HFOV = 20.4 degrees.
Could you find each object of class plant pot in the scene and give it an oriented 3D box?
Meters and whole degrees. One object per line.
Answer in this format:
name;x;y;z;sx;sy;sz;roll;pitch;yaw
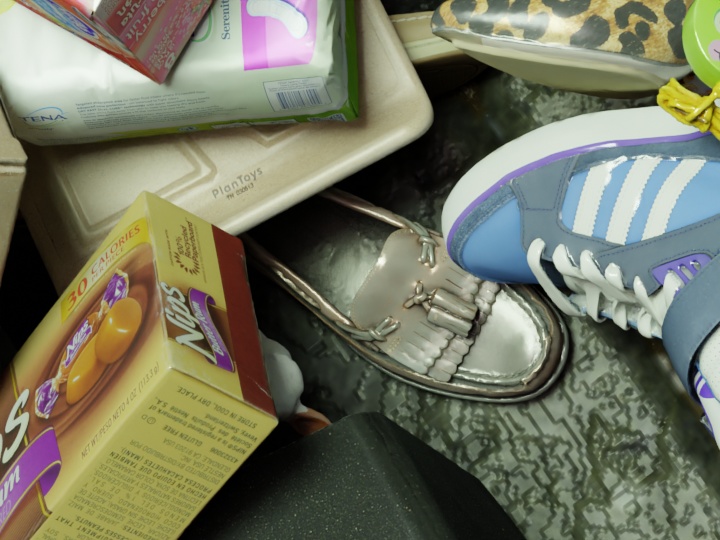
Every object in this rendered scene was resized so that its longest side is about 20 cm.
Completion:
plant pot;-0.003;0.177;0.827;0.198;0.200;0.178;-27;63;14

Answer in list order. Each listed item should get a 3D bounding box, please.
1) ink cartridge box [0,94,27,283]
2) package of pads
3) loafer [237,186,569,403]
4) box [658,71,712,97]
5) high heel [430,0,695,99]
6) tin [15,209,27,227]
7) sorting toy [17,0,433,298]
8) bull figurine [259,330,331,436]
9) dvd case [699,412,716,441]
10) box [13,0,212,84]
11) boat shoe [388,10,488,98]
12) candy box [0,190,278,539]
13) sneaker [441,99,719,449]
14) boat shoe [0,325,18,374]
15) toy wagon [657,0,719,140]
ink cartridge box;-0.210;-0.037;0.847;0.201;0.075;0.166;-119;38;-45
package of pads;-0.083;-0.158;0.849;0.153;0.068;0.202;-5;77;11
loafer;0.000;0.000;0.916;0.199;0.063;0.072;29;91;22
box;0.212;-0.054;0.859;0.136;0.039;0.201;-26;73;15
high heel;0.127;-0.144;0.823;0.198;0.071;0.144;3;86;-10
tin;-0.156;-0.122;0.949;0.111;0.042;0.202;8;85;15
sorting toy;-0.085;-0.103;0.893;0.184;0.036;0.201;-28;74;6
bull figurine;-0.083;0.052;0.898;0.121;0.065;0.200;-47;29;10
dvd case;0.256;0.089;0.801;0.150;0.025;0.200;-41;83;14
box;-0.075;-0.189;0.770;0.102;0.095;0.201;29;85;15
boat shoe;-0.035;-0.107;0.945;0.198;0.072;0.066;-6;80;25
candy box;-0.117;0.080;0.812;0.200;0.056;0.117;-48;31;23
sneaker;0.120;0.013;0.804;0.199;0.081;0.148;-14;55;26
boat shoe;-0.191;0.063;0.972;0.060;0.072;0.202;-40;73;5
toy wagon;0.177;-0.140;0.776;0.154;0.040;0.201;29;74;1
